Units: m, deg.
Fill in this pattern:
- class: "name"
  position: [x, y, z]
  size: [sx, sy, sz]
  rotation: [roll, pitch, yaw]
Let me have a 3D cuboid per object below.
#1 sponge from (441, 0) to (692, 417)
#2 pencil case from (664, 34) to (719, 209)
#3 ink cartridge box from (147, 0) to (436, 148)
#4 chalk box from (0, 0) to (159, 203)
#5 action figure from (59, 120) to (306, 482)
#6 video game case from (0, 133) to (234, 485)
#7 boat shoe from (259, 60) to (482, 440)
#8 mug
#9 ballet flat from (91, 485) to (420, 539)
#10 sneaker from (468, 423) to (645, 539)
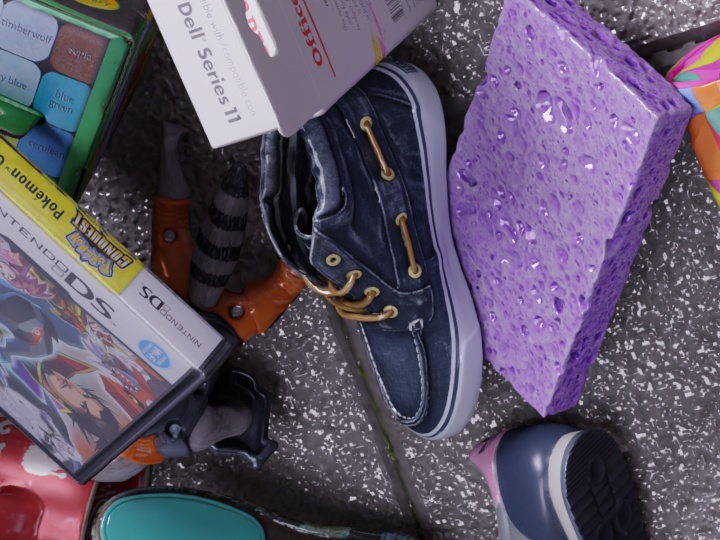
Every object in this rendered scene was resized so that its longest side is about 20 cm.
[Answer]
- class: "sponge"
  position: [0.091, -0.033, 1.369]
  size: [0.112, 0.030, 0.201]
  rotation: [45, 136, 30]
- class: "pencil case"
  position: [0.218, -0.028, 1.329]
  size: [0.088, 0.088, 0.201]
  rotation: [-19, 105, 29]
- class: "ink cartridge box"
  position: [-0.044, -0.137, 1.320]
  size: [0.067, 0.200, 0.118]
  rotation: [-16, 106, 28]
- class: "chalk box"
  position: [-0.175, -0.110, 1.378]
  size: [0.124, 0.200, 0.124]
  rotation: [23, 121, -2]
- class: "action figure"
  position: [-0.118, 0.021, 1.462]
  size: [0.199, 0.105, 0.194]
  rotation: [24, 94, -3]
- class: "video game case"
  position: [-0.167, 0.014, 1.345]
  size: [0.181, 0.026, 0.200]
  rotation: [42, 150, -5]
- class: "boat shoe"
  position: [0.000, 0.000, 1.397]
  size: [0.071, 0.091, 0.201]
  rotation: [9, 114, 49]
- class: "mug"
  position: [-0.236, 0.125, 1.544]
  size: [0.199, 0.178, 0.134]
  rotation: [14, 128, 12]
- class: "ballet flat"
  position: [-0.050, 0.166, 1.519]
  size: [0.199, 0.074, 0.075]
  rotation: [14, 119, -1]
- class: "sneaker"
  position: [0.111, 0.173, 1.483]
  size: [0.082, 0.070, 0.201]
  rotation: [5, 113, 40]
